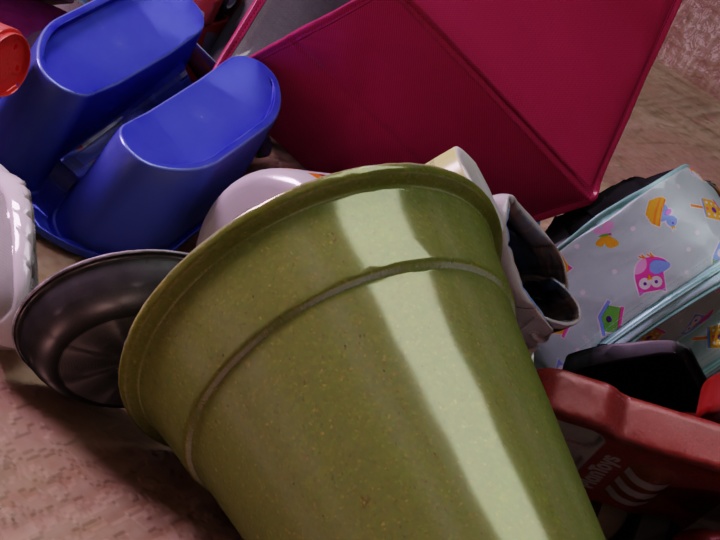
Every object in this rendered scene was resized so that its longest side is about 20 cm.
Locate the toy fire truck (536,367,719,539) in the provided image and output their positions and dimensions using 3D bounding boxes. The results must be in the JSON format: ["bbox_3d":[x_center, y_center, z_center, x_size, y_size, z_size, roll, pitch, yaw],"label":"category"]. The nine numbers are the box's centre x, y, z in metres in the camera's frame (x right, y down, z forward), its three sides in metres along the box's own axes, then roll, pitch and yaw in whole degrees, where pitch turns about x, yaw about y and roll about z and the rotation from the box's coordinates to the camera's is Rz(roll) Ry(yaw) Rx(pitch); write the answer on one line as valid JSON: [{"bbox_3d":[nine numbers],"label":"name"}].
[{"bbox_3d":[0.143,0.112,0.900,0.167,0.113,0.200,19,-22,-2],"label":"toy fire truck"}]

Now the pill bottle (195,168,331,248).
[{"bbox_3d":[0.000,0.000,1.022,0.113,0.113,0.199,41,21,27],"label":"pill bottle"}]

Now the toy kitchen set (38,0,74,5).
[{"bbox_3d":[-0.268,-0.281,1.107,0.199,0.182,0.162,4,-4,41],"label":"toy kitchen set"}]

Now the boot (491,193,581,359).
[{"bbox_3d":[0.081,0.041,0.949,0.201,0.095,0.074,58,36,-37],"label":"boot"}]

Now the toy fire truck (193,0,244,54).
[{"bbox_3d":[-0.105,-0.178,1.301,0.049,0.142,0.200,36,28,13],"label":"toy fire truck"}]

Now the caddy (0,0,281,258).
[{"bbox_3d":[-0.140,-0.084,1.024,0.141,0.105,0.200,42,36,4],"label":"caddy"}]

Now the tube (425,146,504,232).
[{"bbox_3d":[-0.022,0.005,0.875,0.058,0.199,0.052,34,29,-62],"label":"tube"}]

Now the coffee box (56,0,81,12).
[{"bbox_3d":[-0.155,-0.232,1.376,0.199,0.114,0.080,9,28,-50],"label":"coffee box"}]

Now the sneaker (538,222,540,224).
[{"bbox_3d":[0.066,-0.028,1.301,0.081,0.074,0.200,13,9,28],"label":"sneaker"}]

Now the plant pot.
[{"bbox_3d":[0.018,0.091,0.750,0.199,0.200,0.191,11,40,-46],"label":"plant pot"}]

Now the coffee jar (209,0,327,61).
[{"bbox_3d":[-0.042,-0.148,1.284,0.085,0.105,0.200,36,5,16],"label":"coffee jar"}]

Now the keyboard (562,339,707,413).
[{"bbox_3d":[0.170,0.089,1.006,0.200,0.103,0.040,56,31,-48],"label":"keyboard"}]

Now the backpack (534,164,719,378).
[{"bbox_3d":[0.181,0.020,1.110,0.154,0.175,0.200,59,5,16],"label":"backpack"}]

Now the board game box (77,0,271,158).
[{"bbox_3d":[-0.148,-0.141,1.208,0.200,0.039,0.158,45,-13,-1],"label":"board game box"}]

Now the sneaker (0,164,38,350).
[{"bbox_3d":[-0.216,-0.025,0.853,0.081,0.075,0.200,-14,42,-23],"label":"sneaker"}]

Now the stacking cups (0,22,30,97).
[{"bbox_3d":[-0.278,-0.143,0.961,0.199,0.061,0.060,24,14,27],"label":"stacking cups"}]

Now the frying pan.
[{"bbox_3d":[-0.101,0.052,0.823,0.114,0.191,0.031,-13,54,-1],"label":"frying pan"}]

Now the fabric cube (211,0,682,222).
[{"bbox_3d":[0.059,-0.156,1.120,0.199,0.199,0.197,43,56,-22],"label":"fabric cube"}]

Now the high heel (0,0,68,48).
[{"bbox_3d":[-0.183,-0.117,1.112,0.200,0.067,0.096,38,4,-23],"label":"high heel"}]
